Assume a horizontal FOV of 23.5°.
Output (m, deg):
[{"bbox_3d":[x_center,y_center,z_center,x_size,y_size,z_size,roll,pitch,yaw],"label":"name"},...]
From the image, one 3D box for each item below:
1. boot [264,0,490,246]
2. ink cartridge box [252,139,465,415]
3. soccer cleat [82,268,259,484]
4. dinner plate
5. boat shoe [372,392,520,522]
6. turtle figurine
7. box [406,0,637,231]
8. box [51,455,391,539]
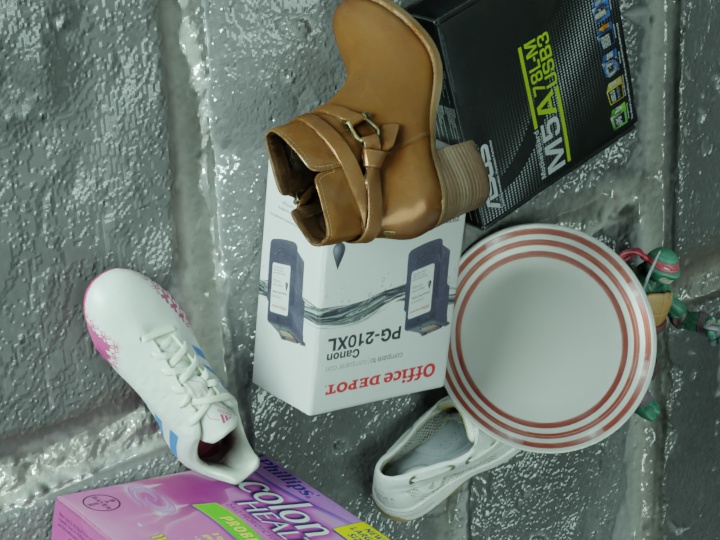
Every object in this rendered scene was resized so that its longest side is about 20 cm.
[{"bbox_3d":[-0.010,-0.108,1.248,0.155,0.077,0.200,-16,76,-35],"label":"boot"},{"bbox_3d":[0.000,0.000,1.357,0.145,0.084,0.200,-9,114,-37],"label":"ink cartridge box"},{"bbox_3d":[-0.131,0.079,1.276,0.070,0.086,0.200,-43,130,-19],"label":"soccer cleat"},{"bbox_3d":[0.157,0.059,1.491,0.200,0.024,0.201,2,77,-9],"label":"dinner plate"},{"bbox_3d":[0.092,0.136,1.494,0.200,0.071,0.069,-39,147,-21],"label":"boat shoe"},{"bbox_3d":[0.269,0.052,1.603,0.149,0.101,0.200,1,124,-25],"label":"turtle figurine"},{"bbox_3d":[0.139,-0.164,1.434,0.193,0.047,0.200,-34,126,-28],"label":"box"},{"bbox_3d":[-0.104,0.230,1.301,0.200,0.176,0.097,-5,112,-39],"label":"box"}]
